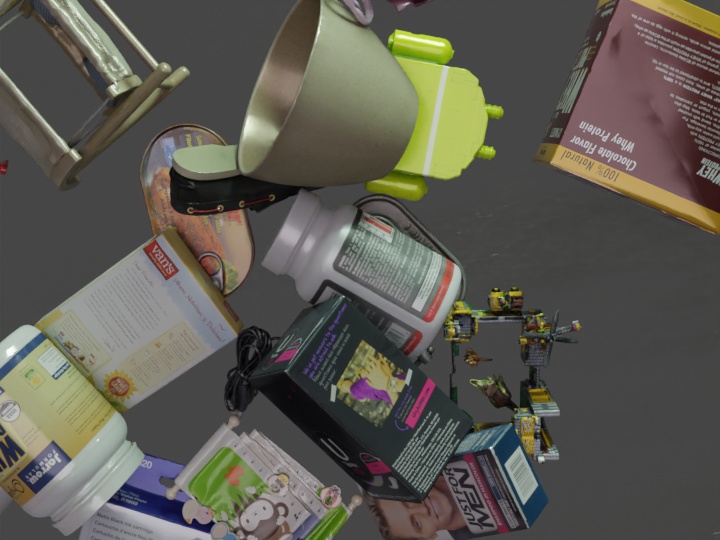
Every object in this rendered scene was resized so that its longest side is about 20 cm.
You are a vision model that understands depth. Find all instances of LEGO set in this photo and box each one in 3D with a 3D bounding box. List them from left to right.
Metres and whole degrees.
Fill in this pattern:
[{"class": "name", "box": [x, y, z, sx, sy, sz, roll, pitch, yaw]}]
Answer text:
[{"class": "LEGO set", "box": [0.157, 0.129, 1.167, 0.151, 0.116, 0.203, 6, 103, -2]}]

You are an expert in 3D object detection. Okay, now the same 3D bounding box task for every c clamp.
[{"class": "c clamp", "box": [0.031, 0.022, 1.211, 0.170, 0.027, 0.201, -39, 95, 6]}]

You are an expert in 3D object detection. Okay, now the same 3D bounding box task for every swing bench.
[{"class": "swing bench", "box": [-0.329, -0.223, 1.137, 0.200, 0.130, 0.199, -41, 95, 7]}]

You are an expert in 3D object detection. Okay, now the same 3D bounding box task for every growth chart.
[{"class": "growth chart", "box": [-0.116, 0.268, 1.219, 0.199, 0.018, 0.146, 34, 91, 3]}]

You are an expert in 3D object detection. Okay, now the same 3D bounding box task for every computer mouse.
[{"class": "computer mouse", "box": [-0.057, 0.146, 1.195, 0.197, 0.053, 0.139, 16, 132, -7]}]

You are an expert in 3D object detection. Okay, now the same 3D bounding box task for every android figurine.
[{"class": "android figurine", "box": [0.059, -0.172, 1.176, 0.197, 0.041, 0.185, 9, 97, 4]}]

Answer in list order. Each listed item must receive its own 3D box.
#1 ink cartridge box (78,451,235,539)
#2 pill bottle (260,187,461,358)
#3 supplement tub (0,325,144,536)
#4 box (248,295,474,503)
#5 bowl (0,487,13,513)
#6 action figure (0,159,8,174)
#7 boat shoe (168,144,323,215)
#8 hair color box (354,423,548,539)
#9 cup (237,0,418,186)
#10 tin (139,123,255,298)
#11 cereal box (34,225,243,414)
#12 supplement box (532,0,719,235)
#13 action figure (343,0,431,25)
[{"class": "ink cartridge box", "box": [-0.237, 0.331, 1.252, 0.197, 0.041, 0.203, 16, 98, -1]}, {"class": "pill bottle", "box": [0.000, 0.000, 1.138, 0.198, 0.116, 0.117, 30, 97, -6]}, {"class": "supplement tub", "box": [-0.350, 0.177, 1.157, 0.144, 0.144, 0.200, -42, 97, 6]}, {"class": "box", "box": [-0.001, 0.138, 1.098, 0.200, 0.122, 0.106, 44, 66, -11]}, {"class": "bowl", "box": [-0.497, 0.218, 1.228, 0.200, 0.075, 0.200, 43, 98, -3]}, {"class": "action figure", "box": [-0.509, -0.131, 1.193, 0.198, 0.099, 0.066, 17, 95, -23]}, {"class": "boat shoe", "box": [-0.116, -0.101, 1.155, 0.199, 0.074, 0.064, -8, 129, -31]}, {"class": "hair color box", "box": [0.099, 0.246, 1.173, 0.199, 0.060, 0.101, -22, 97, 39]}, {"class": "cup", "box": [-0.024, -0.168, 1.086, 0.142, 0.200, 0.203, 20, 98, -20]}, {"class": "tin", "box": [-0.183, -0.066, 1.200, 0.110, 0.042, 0.203, -10, 97, 7]}, {"class": "cereal box", "box": [-0.251, 0.063, 1.194, 0.199, 0.040, 0.145, -32, 102, 15]}, {"class": "supplement box", "box": [0.318, -0.172, 1.124, 0.195, 0.133, 0.202, 22, 97, -2]}, {"class": "action figure", "box": [0.020, -0.331, 1.097, 0.148, 0.200, 0.134, -40, 132, 1]}]
